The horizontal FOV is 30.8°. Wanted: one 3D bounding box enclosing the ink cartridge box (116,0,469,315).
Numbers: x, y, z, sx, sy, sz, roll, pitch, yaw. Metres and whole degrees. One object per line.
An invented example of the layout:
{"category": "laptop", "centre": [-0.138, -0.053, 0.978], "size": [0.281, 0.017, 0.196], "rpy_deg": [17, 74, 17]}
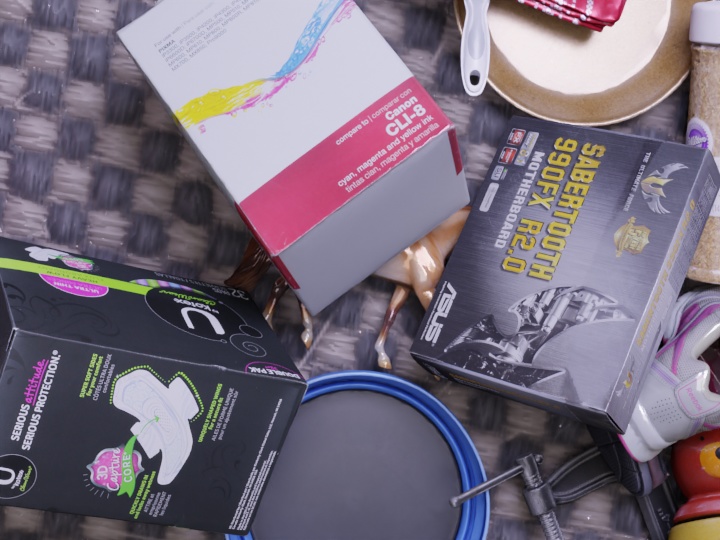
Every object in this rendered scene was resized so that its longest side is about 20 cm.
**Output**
{"category": "ink cartridge box", "centre": [-0.042, -0.104, 0.892], "size": [0.144, 0.145, 0.201], "rpy_deg": [-36, 71, -2]}

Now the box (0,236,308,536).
{"category": "box", "centre": [-0.163, 0.077, 0.873], "size": [0.198, 0.149, 0.125], "rpy_deg": [14, 108, -29]}

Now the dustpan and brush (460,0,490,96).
{"category": "dustpan and brush", "centre": [0.081, -0.219, 0.909], "size": [0.138, 0.057, 0.202], "rpy_deg": [3, 90, -2]}

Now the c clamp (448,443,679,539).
{"category": "c clamp", "centre": [0.176, 0.218, 0.988], "size": [0.170, 0.027, 0.201], "rpy_deg": [-28, 94, -20]}

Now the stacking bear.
{"category": "stacking bear", "centre": [0.269, 0.202, 0.939], "size": [0.120, 0.114, 0.202], "rpy_deg": [-9, 70, 17]}

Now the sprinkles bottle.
{"category": "sprinkles bottle", "centre": [0.271, -0.094, 0.956], "size": [0.067, 0.068, 0.202], "rpy_deg": [0, 103, -3]}

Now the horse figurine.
{"category": "horse figurine", "centre": [0.000, 0.000, 0.972], "size": [0.198, 0.050, 0.134], "rpy_deg": [13, 87, -1]}

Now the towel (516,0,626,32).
{"category": "towel", "centre": [0.116, -0.274, 0.952], "size": [0.198, 0.022, 0.146], "rpy_deg": [20, 89, -2]}

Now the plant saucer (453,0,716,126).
{"category": "plant saucer", "centre": [0.166, -0.208, 0.984], "size": [0.198, 0.035, 0.203], "rpy_deg": [0, 91, -3]}

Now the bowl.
{"category": "bowl", "centre": [-0.004, 0.175, 0.982], "size": [0.198, 0.039, 0.203], "rpy_deg": [0, 92, -3]}

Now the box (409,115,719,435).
{"category": "box", "centre": [0.144, -0.002, 0.916], "size": [0.157, 0.048, 0.201], "rpy_deg": [15, 73, 35]}

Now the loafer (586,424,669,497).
{"category": "loafer", "centre": [0.186, 0.065, 0.970], "size": [0.063, 0.072, 0.201], "rpy_deg": [-23, 81, -15]}

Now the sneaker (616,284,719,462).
{"category": "sneaker", "centre": [0.258, 0.064, 0.931], "size": [0.200, 0.088, 0.082], "rpy_deg": [-39, 100, -43]}
